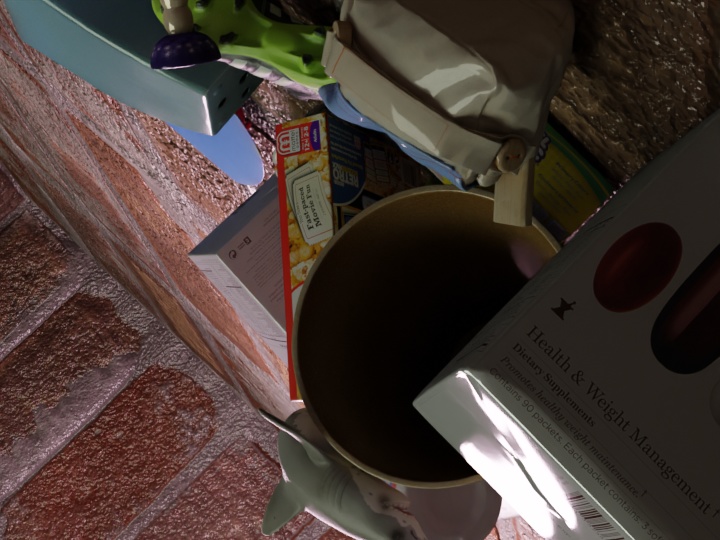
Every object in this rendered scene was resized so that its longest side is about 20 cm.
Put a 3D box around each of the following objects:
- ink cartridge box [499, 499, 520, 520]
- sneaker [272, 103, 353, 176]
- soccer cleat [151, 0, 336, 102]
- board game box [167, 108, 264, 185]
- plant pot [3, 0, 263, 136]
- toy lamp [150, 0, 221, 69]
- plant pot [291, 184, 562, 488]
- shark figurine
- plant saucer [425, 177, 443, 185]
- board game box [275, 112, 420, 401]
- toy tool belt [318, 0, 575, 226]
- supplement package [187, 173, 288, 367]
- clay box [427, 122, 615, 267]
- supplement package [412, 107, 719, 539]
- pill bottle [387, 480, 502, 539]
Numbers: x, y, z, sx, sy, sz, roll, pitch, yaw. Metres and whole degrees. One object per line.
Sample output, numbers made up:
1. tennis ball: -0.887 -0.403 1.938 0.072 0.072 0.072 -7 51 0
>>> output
1. ink cartridge box: 0.132 0.187 1.411 0.147 0.083 0.200 45 166 4
2. sneaker: 0.006 -0.056 1.115 0.078 0.077 0.200 -9 130 33
3. soccer cleat: -0.070 -0.167 0.991 0.200 0.068 0.081 25 165 20
4. board game box: -0.163 -0.176 1.373 0.200 0.039 0.158 40 161 7
5. plant pot: -0.172 -0.215 1.083 0.200 0.141 0.141 36 165 10
6. toy lamp: -0.141 -0.243 0.916 0.058 0.058 0.201 20 121 62
7. plant pot: 0.075 0.060 0.890 0.186 0.187 0.200 41 -178 23
8. shark figurine: -0.035 0.136 0.882 0.128 0.090 0.214 30 -174 -13
9. plant saucer: 0.113 0.009 1.072 0.200 0.031 0.200 44 167 13
10. board game box: 0.000 0.000 0.979 0.046 0.201 0.151 -10 166 28
11. toy tool belt: 0.028 -0.112 0.748 0.200 0.125 0.123 37 142 35
12. supplement package: -0.034 0.009 1.255 0.200 0.152 0.151 49 167 -12
13. clay box: 0.067 -0.096 0.867 0.200 0.048 0.115 46 168 3
14. supplement package: 0.170 0.058 0.674 0.191 0.200 0.147 45 166 3
15. pill bottle: 0.051 0.215 1.326 0.112 0.112 0.200 50 163 -14
